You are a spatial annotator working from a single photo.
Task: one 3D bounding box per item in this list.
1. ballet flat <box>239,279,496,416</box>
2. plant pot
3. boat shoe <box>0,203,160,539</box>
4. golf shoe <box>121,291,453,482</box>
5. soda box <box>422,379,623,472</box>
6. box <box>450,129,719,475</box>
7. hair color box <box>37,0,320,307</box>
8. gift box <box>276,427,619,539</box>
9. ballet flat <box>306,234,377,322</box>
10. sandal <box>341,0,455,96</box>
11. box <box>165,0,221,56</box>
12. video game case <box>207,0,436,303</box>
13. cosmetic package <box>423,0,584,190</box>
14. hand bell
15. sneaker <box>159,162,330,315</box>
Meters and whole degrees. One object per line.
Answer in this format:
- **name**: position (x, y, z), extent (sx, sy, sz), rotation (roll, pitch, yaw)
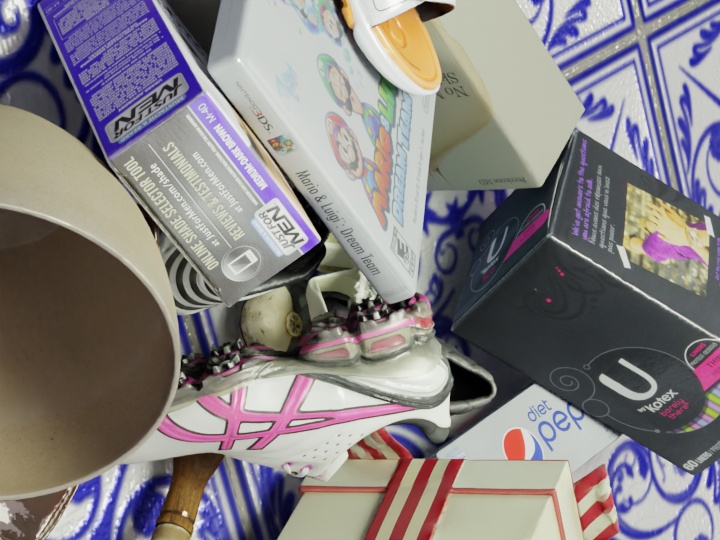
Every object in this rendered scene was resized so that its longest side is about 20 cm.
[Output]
- **ballet flat**: position (0.005, 0.046, 1.363), extent (0.200, 0.057, 0.066), rotation (18, 75, -44)
- **plant pot**: position (-0.186, -0.003, 1.078), extent (0.200, 0.200, 0.134), rotation (49, 25, -36)
- **boat shoe**: position (-0.159, 0.055, 1.172), extent (0.070, 0.070, 0.200), rotation (24, 73, -39)
- **golf shoe**: position (-0.048, 0.080, 1.211), extent (0.073, 0.200, 0.092), rotation (-85, 159, -78)
- **soda box**: position (0.106, 0.116, 1.457), extent (0.200, 0.068, 0.063), rotation (-31, 84, -43)
- **box**: position (0.179, 0.023, 1.437), extent (0.200, 0.122, 0.106), rotation (30, 46, -12)
- **hair color box**: position (-0.097, -0.079, 1.151), extent (0.065, 0.200, 0.109), rotation (-35, 124, 4)
- **gift box**: position (0.047, 0.200, 1.282), extent (0.187, 0.184, 0.200), rotation (-57, 144, -56)
- **ballet flat**: position (0.000, 0.000, 1.320), extent (0.072, 0.072, 0.200), rotation (51, 22, -35)
- **sandal**: position (0.011, -0.197, 1.221), extent (0.207, 0.059, 0.079), rotation (68, 24, -5)
- **box**: position (-0.077, -0.174, 1.244), extent (0.200, 0.082, 0.068), rotation (55, 32, -35)
- **video game case**: position (-0.014, -0.110, 1.203), extent (0.182, 0.024, 0.200), rotation (53, 30, -35)
- **cosmetic package**: position (0.041, -0.142, 1.371), extent (0.200, 0.104, 0.073), rotation (53, 54, -32)
- **hand bell**: position (-0.100, 0.137, 1.242), extent (0.104, 0.104, 0.200), rotation (47, 46, -37)
- **sneaker**: position (-0.040, -0.032, 1.270), extent (0.200, 0.115, 0.076), rotation (-43, 120, -40)
